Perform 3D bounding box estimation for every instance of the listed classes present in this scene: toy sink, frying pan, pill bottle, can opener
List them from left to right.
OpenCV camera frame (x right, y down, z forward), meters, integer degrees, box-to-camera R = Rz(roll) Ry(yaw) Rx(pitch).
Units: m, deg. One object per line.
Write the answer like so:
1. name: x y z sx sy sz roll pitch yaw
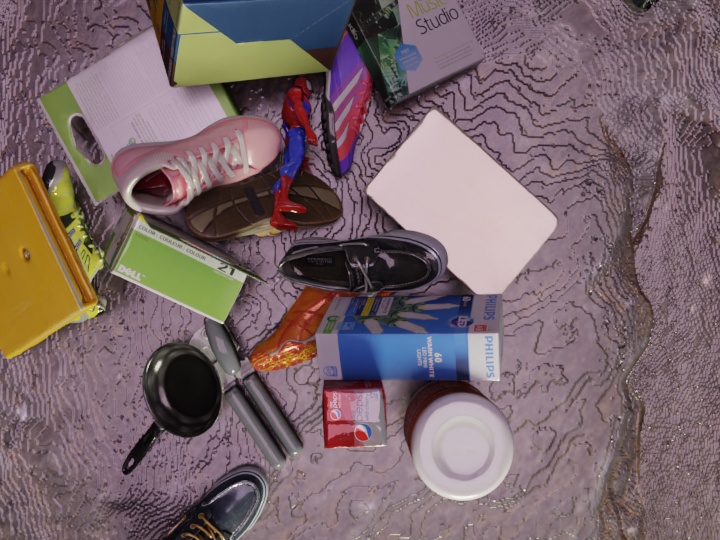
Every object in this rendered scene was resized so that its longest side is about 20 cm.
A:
1. frying pan: -0.220 0.178 1.139 0.113 0.031 0.193 20 105 20
2. can opener: -0.141 0.151 1.145 0.052 0.066 0.202 -33 95 -2
3. pill bottle: 0.106 0.184 1.077 0.110 0.200 0.115 0 91 -1
4. toy sink: 0.118 -0.075 1.121 0.199 0.112 0.131 41 93 3

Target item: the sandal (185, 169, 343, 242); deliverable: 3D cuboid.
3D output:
1. sandal: -0.117 -0.070 1.132 0.197 0.054 0.081 -14 68 -25

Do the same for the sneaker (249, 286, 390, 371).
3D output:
1. sneaker: -0.054 0.053 1.151 0.199 0.073 0.078 -35 69 -4

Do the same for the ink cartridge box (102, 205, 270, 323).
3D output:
1. ink cartridge box: -0.201 -0.001 1.054 0.146 0.200 0.077 27 90 -22

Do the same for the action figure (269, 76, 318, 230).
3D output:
1. action figure: -0.076 -0.148 1.121 0.051 0.066 0.203 6 63 -11

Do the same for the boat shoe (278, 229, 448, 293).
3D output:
1. boat shoe: 0.000 0.000 1.072 0.196 0.071 0.073 -2 112 21

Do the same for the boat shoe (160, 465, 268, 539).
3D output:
1. boat shoe: -0.189 0.322 1.127 0.200 0.091 0.071 -44 91 -1

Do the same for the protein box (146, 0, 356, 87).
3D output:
1. protein box: -0.135 -0.335 1.045 0.195 0.135 0.203 -10 67 -22

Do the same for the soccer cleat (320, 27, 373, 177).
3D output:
1. soccer cleat: -0.013 -0.216 1.144 0.072 0.068 0.204 -2 88 -5

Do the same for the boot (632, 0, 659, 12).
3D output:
1. boot: 0.386 -0.431 1.140 0.198 0.076 0.170 -31 87 6

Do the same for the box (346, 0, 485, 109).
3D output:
1. box: 0.047 -0.314 1.132 0.143 0.036 0.202 -29 90 -25

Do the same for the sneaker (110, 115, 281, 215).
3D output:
1. sneaker: -0.176 -0.112 1.046 0.197 0.105 0.077 -14 119 -10

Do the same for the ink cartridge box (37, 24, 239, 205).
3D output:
1. ink cartridge box: -0.258 -0.190 1.127 0.198 0.076 0.149 -30 91 1

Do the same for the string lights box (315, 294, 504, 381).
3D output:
1. string lights box: 0.058 0.074 1.042 0.196 0.103 0.060 -2 112 12

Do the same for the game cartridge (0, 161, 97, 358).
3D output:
1. game cartridge: -0.401 -0.005 1.098 0.198 0.032 0.179 -25 90 41

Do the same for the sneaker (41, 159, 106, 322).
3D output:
1. sneaker: -0.345 -0.034 1.127 0.075 0.076 0.204 -2 113 -10

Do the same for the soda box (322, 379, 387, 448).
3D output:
1. soda box: -0.009 0.149 1.075 0.069 0.200 0.065 -1 92 -1
